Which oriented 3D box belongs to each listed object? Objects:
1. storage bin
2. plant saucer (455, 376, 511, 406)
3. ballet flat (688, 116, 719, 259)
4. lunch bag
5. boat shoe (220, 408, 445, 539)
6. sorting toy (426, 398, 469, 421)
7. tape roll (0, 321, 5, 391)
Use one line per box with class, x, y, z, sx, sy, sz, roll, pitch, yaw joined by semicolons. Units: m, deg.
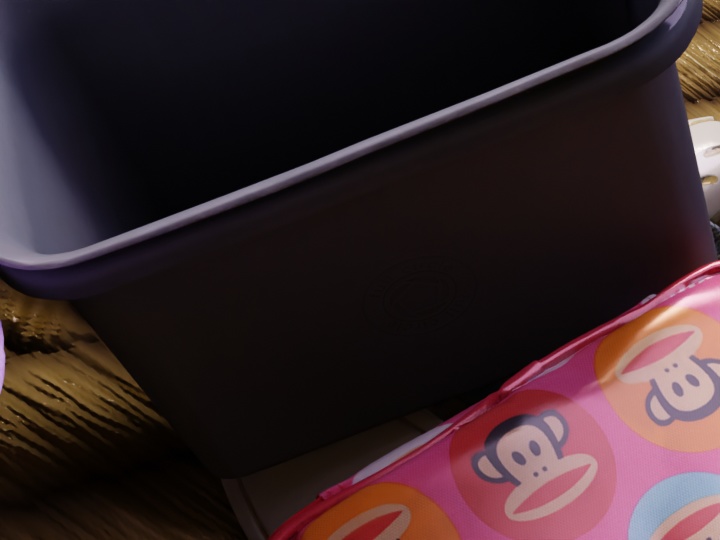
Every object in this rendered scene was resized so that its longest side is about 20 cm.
storage bin;0.000;-0.039;0.823;0.134;0.200;0.146;65;7;-47
plant saucer;0.077;0.028;0.958;0.200;0.027;0.200;21;14;-5
ballet flat;0.156;-0.033;1.306;0.200;0.074;0.074;17;31;-43
lunch bag;0.081;0.109;0.772;0.200;0.082;0.176;-30;71;-22
boat shoe;0.047;0.092;0.867;0.200;0.075;0.062;30;11;17
sorting toy;0.000;0.000;1.044;0.200;0.037;0.185;40;21;14
tape roll;-0.184;-0.003;0.703;0.200;0.066;0.200;33;23;-16
